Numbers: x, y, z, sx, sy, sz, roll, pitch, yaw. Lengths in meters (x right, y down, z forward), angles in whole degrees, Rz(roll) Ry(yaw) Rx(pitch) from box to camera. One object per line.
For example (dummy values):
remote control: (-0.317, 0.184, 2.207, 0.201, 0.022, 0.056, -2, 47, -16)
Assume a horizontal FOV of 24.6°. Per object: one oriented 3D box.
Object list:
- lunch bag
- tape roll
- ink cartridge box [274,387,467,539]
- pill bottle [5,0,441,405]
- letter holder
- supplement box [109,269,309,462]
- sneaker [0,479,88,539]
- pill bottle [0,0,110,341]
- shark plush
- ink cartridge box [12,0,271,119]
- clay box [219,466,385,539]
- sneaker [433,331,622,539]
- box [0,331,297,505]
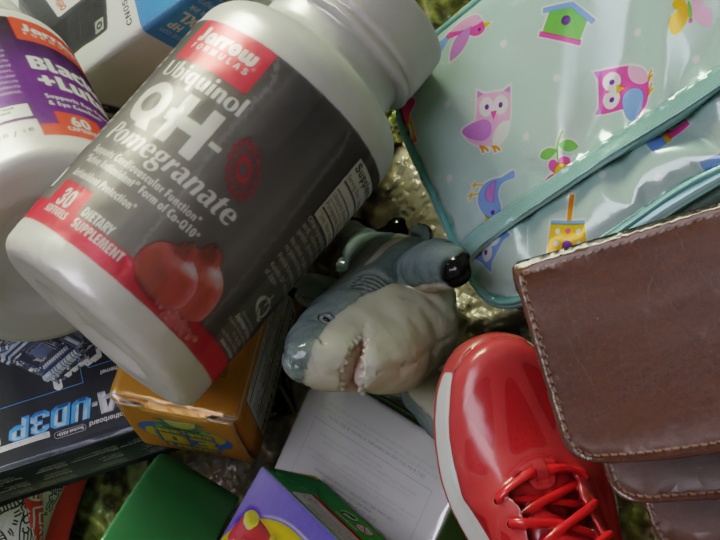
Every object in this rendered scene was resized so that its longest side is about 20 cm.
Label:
lunch bag: (0.120, -0.077, 0.754, 0.199, 0.077, 0.161, -35, 58, 26)
tape roll: (-0.128, 0.187, 0.803, 0.048, 0.200, 0.202, 29, 97, 0)
ink cartridge box: (-0.009, 0.160, 0.799, 0.103, 0.059, 0.201, 27, 95, 38)
pill bottle: (-0.055, -0.048, 0.741, 0.110, 0.111, 0.200, 29, 73, 39)
letter holder: (0.180, 0.036, 0.627, 0.199, 0.100, 0.143, -17, 87, 23)
supplement box: (-0.063, -0.009, 0.838, 0.066, 0.069, 0.202, 10, 64, 11)
sneaker: (-0.208, 0.097, 0.932, 0.067, 0.107, 0.203, 8, 83, 51)
pill bottle: (-0.185, -0.065, 0.850, 0.112, 0.111, 0.200, -50, 42, 15)
shark plush: (0.000, 0.000, 0.781, 0.201, 0.082, 0.092, -99, 10, -57)
ink cartridge box: (-0.153, -0.158, 0.981, 0.199, 0.083, 0.146, -30, 61, 28)
clay box: (-0.047, 0.205, 0.746, 0.115, 0.047, 0.201, 36, 100, 39)
sneaker: (0.095, 0.118, 0.670, 0.115, 0.078, 0.202, 156, 94, -75)
box: (-0.149, 0.029, 0.894, 0.198, 0.046, 0.160, -18, 63, 0)
